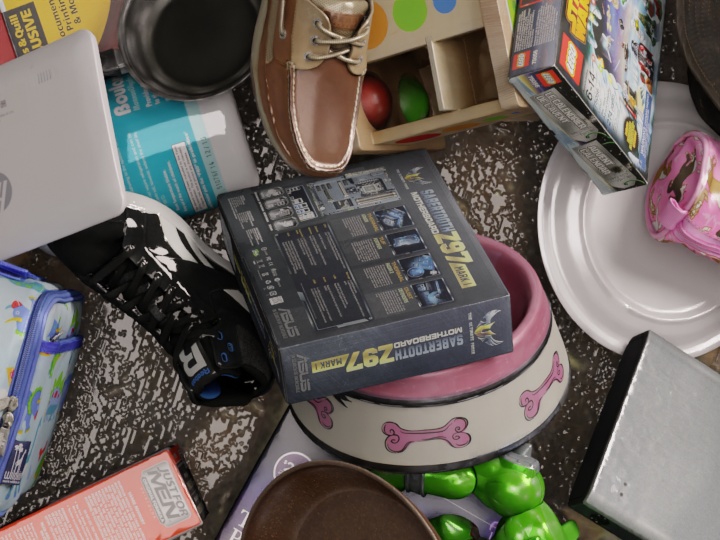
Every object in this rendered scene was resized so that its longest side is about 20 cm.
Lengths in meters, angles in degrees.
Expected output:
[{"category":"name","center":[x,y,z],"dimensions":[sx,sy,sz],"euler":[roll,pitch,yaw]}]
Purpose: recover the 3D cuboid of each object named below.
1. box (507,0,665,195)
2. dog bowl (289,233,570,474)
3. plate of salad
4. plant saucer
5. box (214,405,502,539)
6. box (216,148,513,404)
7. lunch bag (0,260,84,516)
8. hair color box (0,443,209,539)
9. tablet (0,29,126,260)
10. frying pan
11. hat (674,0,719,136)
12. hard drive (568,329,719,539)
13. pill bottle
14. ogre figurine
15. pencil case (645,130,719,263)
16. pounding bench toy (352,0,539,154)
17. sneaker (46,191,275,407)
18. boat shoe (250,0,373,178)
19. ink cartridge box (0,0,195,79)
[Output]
[{"category":"box","center":[0.160,-0.173,1.547],"dimensions":[0.040,0.137,0.201],"euler":[-14,50,32]},{"category":"dog bowl","center":[0.044,0.047,1.542],"dimensions":[0.198,0.201,0.074],"euler":[-7,126,-1]},{"category":"plate of salad","center":[0.213,-0.035,1.621],"dimensions":[0.198,0.048,0.202],"euler":[0,89,-21]},{"category":"plant saucer","center":[0.001,0.222,1.501],"dimensions":[0.199,0.037,0.202],"euler":[9,104,39]},{"category":"box","center":[0.008,0.194,1.600],"dimensions":[0.199,0.079,0.142],"euler":[29,85,0]},{"category":"box","center":[0.000,0.000,1.508],"dimensions":[0.156,0.200,0.051],"euler":[-14,125,-9]},{"category":"lunch bag","center":[-0.246,0.077,1.537],"dimensions":[0.082,0.200,0.162],"euler":[15,88,0]},{"category":"hair color box","center":[-0.209,0.192,1.584],"dimensions":[0.199,0.102,0.062],"euler":[-25,89,-3]},{"category":"tablet","center":[-0.248,-0.072,1.530],"dimensions":[0.199,0.014,0.131],"euler":[-19,77,30]},{"category":"frying pan","center":[-0.138,-0.141,1.535],"dimensions":[0.190,0.031,0.115],"euler":[-42,67,-2]},{"category":"hat","center":[0.287,-0.130,1.599],"dimensions":[0.199,0.081,0.202],"euler":[16,53,-23]},{"category":"hard drive","center":[0.253,0.152,1.581],"dimensions":[0.199,0.033,0.140],"euler":[32,64,-15]},{"category":"pill bottle","center":[-0.179,-0.077,1.588],"dimensions":[0.198,0.111,0.112],"euler":[-18,88,-2]},{"category":"ogre figurine","center":[0.087,0.199,1.521],"dimensions":[0.119,0.098,0.202],"euler":[-22,73,15]},{"category":"pencil case","center":[0.294,-0.025,1.583],"dimensions":[0.199,0.087,0.083],"euler":[25,99,-18]},{"category":"pounding bench toy","center":[0.078,-0.157,1.596],"dimensions":[0.155,0.199,0.125],"euler":[-14,86,31]},{"category":"sneaker","center":[-0.129,0.025,1.541],"dimensions":[0.199,0.112,0.073],"euler":[29,122,-34]},{"category":"boat shoe","center":[-0.028,-0.162,1.488],"dimensions":[0.075,0.072,0.202],"euler":[-5,92,-28]},{"category":"ink cartridge box","center":[-0.225,-0.228,1.606],"dimensions":[0.174,0.084,0.202],"euler":[-20,89,-2]}]
